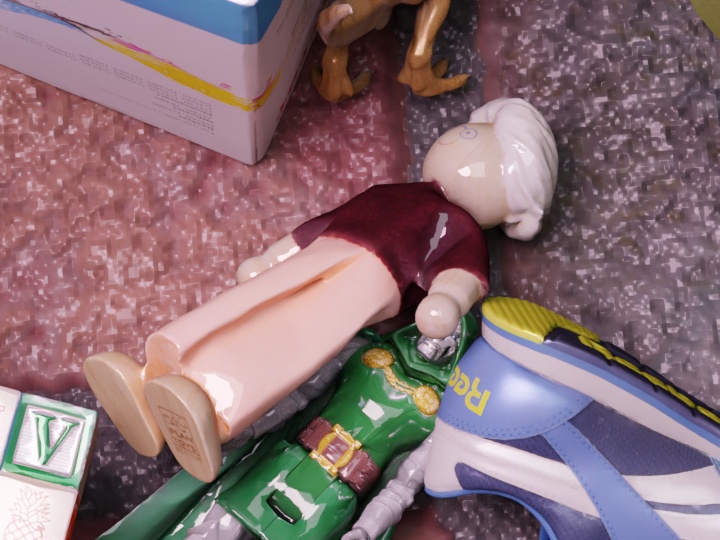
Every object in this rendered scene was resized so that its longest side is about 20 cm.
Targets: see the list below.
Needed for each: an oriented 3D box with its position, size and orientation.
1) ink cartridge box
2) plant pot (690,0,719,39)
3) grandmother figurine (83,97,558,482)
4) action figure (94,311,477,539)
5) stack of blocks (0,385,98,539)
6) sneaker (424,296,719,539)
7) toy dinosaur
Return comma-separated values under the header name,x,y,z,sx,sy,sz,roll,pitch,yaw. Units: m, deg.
name,x,y,z,sx,sy,sz,roll,pitch,yaw
ink cartridge box,-0.076,-0.152,1.094,0.145,0.200,0.147,21,77,4
plant pot,0.187,-0.151,1.111,0.199,0.190,0.201,1,77,-3
grandmother figurine,0.000,0.000,1.114,0.200,0.061,0.121,-37,41,-27
action figure,-0.025,0.087,1.119,0.118,0.055,0.200,39,74,9
stack of blocks,-0.196,0.056,1.071,0.199,0.059,0.116,15,78,-2
sneaker,0.112,0.089,1.112,0.199,0.074,0.082,32,96,-6
toy dinosaur,0.006,-0.108,1.130,0.060,0.107,0.200,14,39,16
